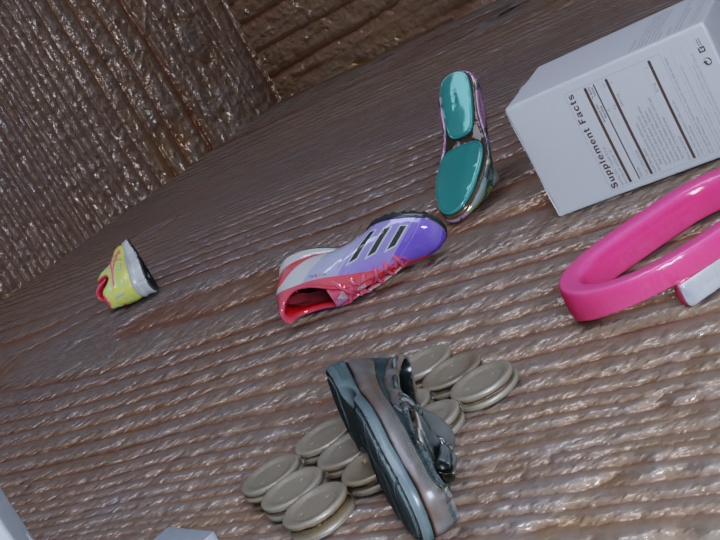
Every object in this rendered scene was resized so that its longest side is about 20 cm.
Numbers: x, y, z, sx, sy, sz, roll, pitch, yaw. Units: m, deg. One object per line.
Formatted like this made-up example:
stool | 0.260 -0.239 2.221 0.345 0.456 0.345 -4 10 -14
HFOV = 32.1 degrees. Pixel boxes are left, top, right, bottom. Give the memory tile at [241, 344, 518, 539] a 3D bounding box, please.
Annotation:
memory tile | 0.012 0.120 0.905 0.199 0.017 0.153 -34 14 -18

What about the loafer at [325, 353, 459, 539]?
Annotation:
loafer | 0.029 0.099 0.799 0.062 0.072 0.200 -22 24 -8

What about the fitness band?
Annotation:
fitness band | 0.235 -0.024 0.911 0.199 0.038 0.144 -32 14 -13

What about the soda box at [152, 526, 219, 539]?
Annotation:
soda box | -0.155 0.237 0.730 0.200 0.064 0.068 -39 15 -32

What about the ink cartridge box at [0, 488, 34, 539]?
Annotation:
ink cartridge box | -0.288 0.246 0.799 0.199 0.145 0.085 -34 14 -15

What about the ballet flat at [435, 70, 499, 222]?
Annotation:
ballet flat | 0.123 -0.132 1.403 0.069 0.071 0.202 -19 54 29

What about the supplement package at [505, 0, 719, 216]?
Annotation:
supplement package | 0.257 -0.154 1.150 0.199 0.120 0.121 -20 18 34

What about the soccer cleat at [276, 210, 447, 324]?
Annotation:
soccer cleat | 0.000 0.000 1.282 0.199 0.068 0.074 -19 41 25

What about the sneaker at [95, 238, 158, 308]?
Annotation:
sneaker | -0.378 0.011 1.962 0.090 0.079 0.200 -33 14 -6
